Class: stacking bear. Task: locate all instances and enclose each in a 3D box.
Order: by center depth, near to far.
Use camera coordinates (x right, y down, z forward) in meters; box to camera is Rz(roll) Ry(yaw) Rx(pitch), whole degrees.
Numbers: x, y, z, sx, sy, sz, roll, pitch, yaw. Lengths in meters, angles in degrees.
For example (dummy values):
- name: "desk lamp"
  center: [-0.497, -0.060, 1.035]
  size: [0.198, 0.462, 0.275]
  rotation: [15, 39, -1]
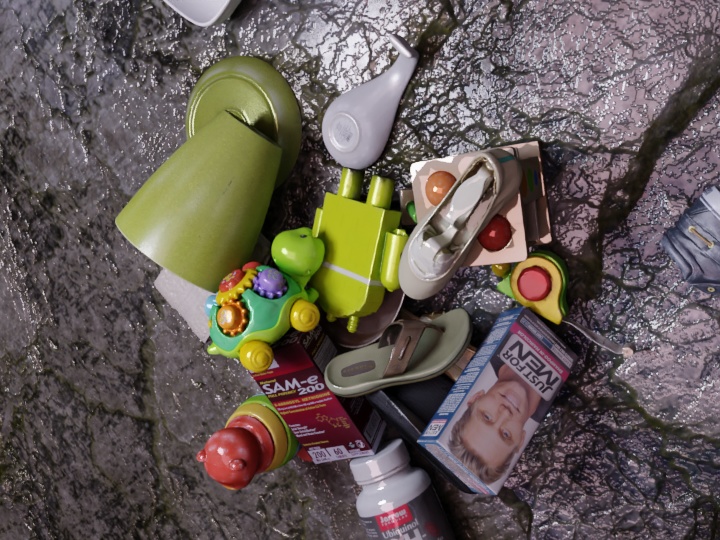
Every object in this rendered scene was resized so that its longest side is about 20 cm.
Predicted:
- name: "stacking bear"
  center: [-0.144, 0.237, 1.153]
  size: [0.120, 0.199, 0.116]
  rotation: [14, 106, 23]

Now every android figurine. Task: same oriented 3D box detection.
- name: "android figurine"
  center: [-0.008, -0.025, 1.055]
  size: [0.181, 0.041, 0.204]
  rotation: [19, 101, 48]

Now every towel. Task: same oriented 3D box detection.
- name: "towel"
  center: [-0.221, -0.005, 1.238]
  size: [0.133, 0.034, 0.201]
  rotation: [46, 115, 13]

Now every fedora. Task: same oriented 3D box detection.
- name: "fedora"
  center: [0.100, 0.192, 1.071]
  size: [0.200, 0.201, 0.092]
  rotation: [42, 81, 13]

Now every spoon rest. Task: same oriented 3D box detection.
- name: "spoon rest"
  center: [0.016, -0.217, 1.076]
  size: [0.100, 0.060, 0.200]
  rotation: [48, 129, 11]

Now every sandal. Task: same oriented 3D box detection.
- name: "sandal"
  center: [0.045, 0.098, 1.012]
  size: [0.198, 0.080, 0.058]
  rotation: [-22, 129, 6]

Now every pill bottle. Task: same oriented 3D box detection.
- name: "pill bottle"
  center: [0.060, 0.339, 1.124]
  size: [0.110, 0.110, 0.203]
  rotation: [-24, 90, 27]

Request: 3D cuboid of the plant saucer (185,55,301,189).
- name: "plant saucer"
  center: [-0.176, -0.202, 1.179]
  size: [0.197, 0.031, 0.204]
  rotation: [5, 102, 26]

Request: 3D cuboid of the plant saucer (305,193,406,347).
- name: "plant saucer"
  center: [0.000, 0.000, 1.099]
  size: [0.198, 0.032, 0.204]
  rotation: [-3, 85, 47]

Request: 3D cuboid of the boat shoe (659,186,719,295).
- name: "boat shoe"
  center: [0.426, 0.009, 0.909]
  size: [0.201, 0.071, 0.091]
  rotation: [50, 118, 17]

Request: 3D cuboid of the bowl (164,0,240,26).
- name: "bowl"
  center: [-0.207, -0.453, 1.121]
  size: [0.200, 0.074, 0.201]
  rotation: [44, 114, 12]

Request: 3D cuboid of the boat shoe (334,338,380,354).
- name: "boat shoe"
  center: [-0.030, 0.123, 1.157]
  size: [0.198, 0.074, 0.064]
  rotation: [2, 135, 17]

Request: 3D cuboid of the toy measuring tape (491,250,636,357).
- name: "toy measuring tape"
  center: [0.249, 0.028, 0.997]
  size: [0.198, 0.073, 0.074]
  rotation: [30, 111, 18]

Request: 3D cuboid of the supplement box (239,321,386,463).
- name: "supplement box"
  center: [-0.061, 0.163, 1.111]
  size: [0.108, 0.061, 0.201]
  rotation: [-17, 116, 33]

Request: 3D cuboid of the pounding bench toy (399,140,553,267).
- name: "pounding bench toy"
  center: [0.111, -0.074, 0.993]
  size: [0.197, 0.156, 0.126]
  rotation: [-6, 98, 27]

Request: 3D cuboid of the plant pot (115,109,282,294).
- name: "plant pot"
  center: [-0.194, -0.102, 1.106]
  size: [0.186, 0.187, 0.201]
  rotation: [36, 97, 15]

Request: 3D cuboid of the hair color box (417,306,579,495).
- name: "hair color box"
  center: [0.166, 0.152, 0.984]
  size: [0.100, 0.201, 0.060]
  rotation: [41, 160, -9]

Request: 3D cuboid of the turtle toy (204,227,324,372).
- name: "turtle toy"
  center: [-0.119, 0.032, 1.045]
  size: [0.102, 0.200, 0.145]
  rotation: [54, 164, -21]

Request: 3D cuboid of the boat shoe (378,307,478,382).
- name: "boat shoe"
  center: [0.109, 0.090, 1.081]
  size: [0.199, 0.074, 0.067]
  rotation: [38, 90, 22]

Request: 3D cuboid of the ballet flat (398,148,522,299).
- name: "ballet flat"
  center: [0.094, -0.045, 0.882]
  size: [0.069, 0.069, 0.201]
  rotation: [40, 114, 13]
